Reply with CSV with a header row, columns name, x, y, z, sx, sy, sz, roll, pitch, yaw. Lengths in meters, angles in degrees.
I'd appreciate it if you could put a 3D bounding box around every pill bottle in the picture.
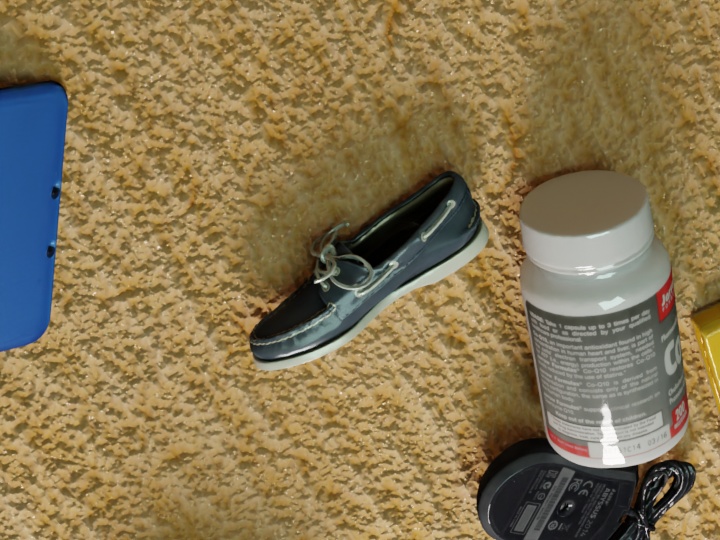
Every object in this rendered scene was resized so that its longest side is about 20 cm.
name,x,y,z,sx,sy,sz,roll,pitch,yaw
pill bottle,0.180,0.036,1.448,0.113,0.114,0.202,-17,120,-8

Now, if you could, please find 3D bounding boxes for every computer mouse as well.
name,x,y,z,sx,sy,sz,roll,pitch,yaw
computer mouse,0.164,0.184,1.559,0.199,0.053,0.139,19,111,-36

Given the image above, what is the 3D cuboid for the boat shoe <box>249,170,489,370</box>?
name,x,y,z,sx,sy,sz,roll,pitch,yaw
boat shoe,0.000,0.000,1.398,0.199,0.075,0.062,-30,122,-2

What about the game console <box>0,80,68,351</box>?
name,x,y,z,sx,sy,sz,roll,pitch,yaw
game console,-0.305,-0.039,1.319,0.169,0.118,0.202,14,115,11

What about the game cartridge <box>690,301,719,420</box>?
name,x,y,z,sx,sy,sz,roll,pitch,yaw
game cartridge,0.380,0.070,1.574,0.198,0.032,0.177,-24,120,-3
